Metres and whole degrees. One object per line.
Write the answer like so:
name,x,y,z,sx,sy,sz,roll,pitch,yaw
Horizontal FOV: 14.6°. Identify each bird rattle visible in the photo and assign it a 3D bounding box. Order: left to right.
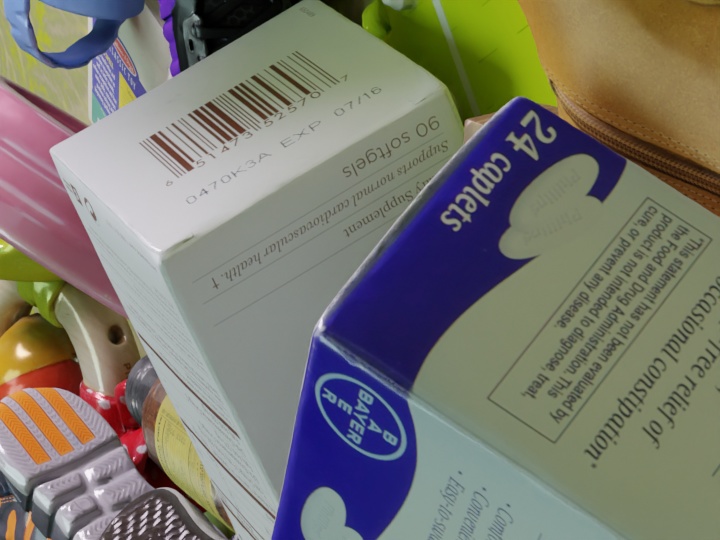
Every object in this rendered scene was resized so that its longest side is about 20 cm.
bird rattle,-0.141,0.051,1.447,0.163,0.112,0.201,-31,88,54

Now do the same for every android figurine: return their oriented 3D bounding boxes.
android figurine,0.049,-0.091,0.947,0.200,0.041,0.183,-27,82,67

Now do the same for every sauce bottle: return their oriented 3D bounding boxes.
sauce bottle,-0.059,0.071,1.242,0.200,0.066,0.066,-151,46,-70

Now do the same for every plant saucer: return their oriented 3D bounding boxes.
plant saucer,-0.108,-0.025,1.181,0.200,0.051,0.201,33,-178,-1

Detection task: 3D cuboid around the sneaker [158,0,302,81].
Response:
sneaker,-0.044,-0.093,1.110,0.201,0.069,0.100,82,173,-48

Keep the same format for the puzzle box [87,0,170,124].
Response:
puzzle box,-0.078,-0.059,1.307,0.200,0.025,0.133,57,155,36

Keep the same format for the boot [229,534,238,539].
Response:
boot,-0.062,0.164,1.399,0.200,0.073,0.096,-118,45,-59

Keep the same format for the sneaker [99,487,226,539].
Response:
sneaker,-0.047,0.160,1.177,0.085,0.073,0.200,50,180,-26

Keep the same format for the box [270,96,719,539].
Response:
box,0.082,0.085,0.801,0.200,0.105,0.184,33,147,13

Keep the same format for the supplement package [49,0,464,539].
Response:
supplement package,-0.006,0.027,1.001,0.117,0.117,0.201,39,157,57

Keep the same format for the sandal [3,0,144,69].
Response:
sandal,-0.112,-0.149,1.233,0.200,0.079,0.087,-30,80,61

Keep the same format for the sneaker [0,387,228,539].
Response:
sneaker,-0.115,0.156,1.340,0.200,0.077,0.112,52,147,31

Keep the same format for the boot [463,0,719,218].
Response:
boot,0.095,-0.082,0.790,0.144,0.071,0.202,18,120,38
